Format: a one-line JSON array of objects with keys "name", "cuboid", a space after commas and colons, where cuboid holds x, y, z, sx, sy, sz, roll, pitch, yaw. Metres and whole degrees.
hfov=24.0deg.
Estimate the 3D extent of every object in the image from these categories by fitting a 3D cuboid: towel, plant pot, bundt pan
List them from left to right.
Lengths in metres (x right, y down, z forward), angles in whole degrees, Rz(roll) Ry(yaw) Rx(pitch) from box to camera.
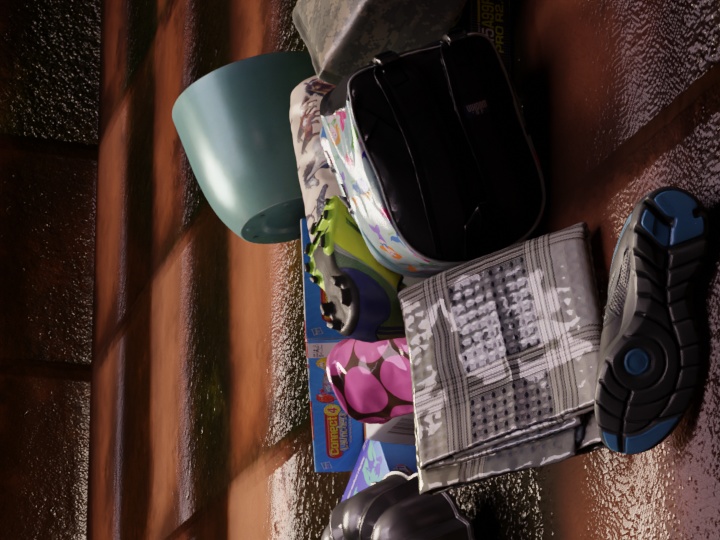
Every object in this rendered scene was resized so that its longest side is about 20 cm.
[{"name": "plant pot", "cuboid": [-0.094, -0.126, 1.895, 0.201, 0.201, 0.161, -50, 53, 58]}, {"name": "bundt pan", "cuboid": [0.030, 0.291, 1.579, 0.202, 0.076, 0.202, 15, 110, 50]}, {"name": "towel", "cuboid": [0.118, 0.076, 1.412, 0.193, 0.035, 0.200, -20, 62, 27]}]

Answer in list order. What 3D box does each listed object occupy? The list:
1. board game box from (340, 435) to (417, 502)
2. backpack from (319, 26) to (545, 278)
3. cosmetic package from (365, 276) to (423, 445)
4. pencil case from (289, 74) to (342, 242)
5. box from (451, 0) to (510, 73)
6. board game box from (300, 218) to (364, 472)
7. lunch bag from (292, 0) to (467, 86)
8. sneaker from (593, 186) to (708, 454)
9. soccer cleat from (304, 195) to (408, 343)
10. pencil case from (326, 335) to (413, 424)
[{"name": "board game box", "cuboid": [0.032, 0.276, 1.727, 0.200, 0.045, 0.152, -111, 33, -49]}, {"name": "backpack", "cuboid": [0.066, -0.094, 1.529, 0.200, 0.178, 0.151, 67, 156, 5]}, {"name": "cosmetic package", "cuboid": [0.048, 0.066, 1.708, 0.102, 0.074, 0.200, 130, 144, -57]}, {"name": "pencil case", "cuboid": [-0.022, -0.106, 1.710, 0.089, 0.078, 0.200, -32, 59, 44]}, {"name": "box", "cuboid": [0.091, -0.211, 1.706, 0.200, 0.044, 0.160, 151, 122, -67]}, {"name": "board game box", "cuboid": [-0.030, 0.078, 1.818, 0.200, 0.056, 0.196, -95, 2, -50]}, {"name": "lunch bag", "cuboid": [0.017, -0.279, 1.663, 0.164, 0.118, 0.200, -58, 29, 24]}, {"name": "sneaker", "cuboid": [0.217, 0.038, 1.265, 0.082, 0.073, 0.200, -147, 69, -86]}, {"name": "soccer cleat", "cuboid": [0.000, 0.001, 1.569, 0.200, 0.084, 0.065, -106, 33, -54]}, {"name": "pencil case", "cuboid": [0.063, 0.087, 1.544, 0.200, 0.091, 0.094, -18, 99, 44]}]
